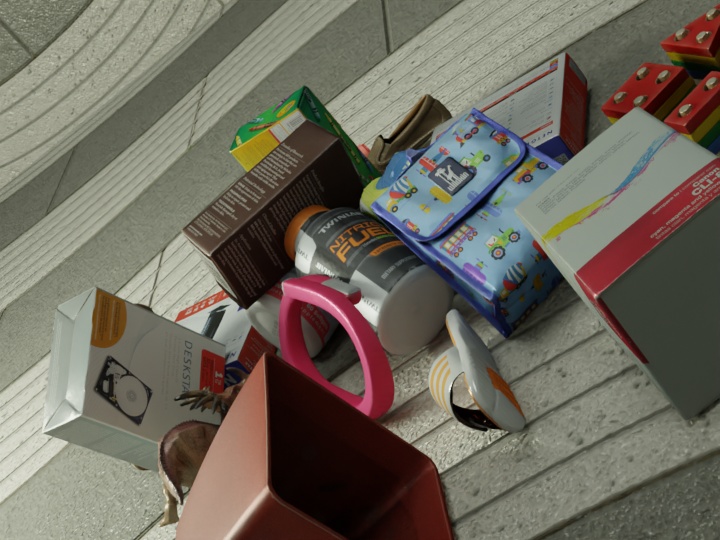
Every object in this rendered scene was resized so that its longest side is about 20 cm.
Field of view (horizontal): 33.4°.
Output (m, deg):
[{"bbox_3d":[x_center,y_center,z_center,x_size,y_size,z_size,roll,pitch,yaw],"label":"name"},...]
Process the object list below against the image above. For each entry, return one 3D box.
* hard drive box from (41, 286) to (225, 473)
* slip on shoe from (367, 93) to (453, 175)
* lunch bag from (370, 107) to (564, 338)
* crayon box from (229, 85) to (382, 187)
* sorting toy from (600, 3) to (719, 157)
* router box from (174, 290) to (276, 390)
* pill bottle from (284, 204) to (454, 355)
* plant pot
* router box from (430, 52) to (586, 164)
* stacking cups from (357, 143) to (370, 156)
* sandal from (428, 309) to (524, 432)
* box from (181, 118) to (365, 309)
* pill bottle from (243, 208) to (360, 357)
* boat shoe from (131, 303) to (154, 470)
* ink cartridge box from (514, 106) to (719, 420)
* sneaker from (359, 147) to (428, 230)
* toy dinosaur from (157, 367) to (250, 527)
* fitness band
[{"bbox_3d":[-0.253,0.132,1.370,0.076,0.199,0.158,-23,54,34],"label":"hard drive box"},{"bbox_3d":[0.037,-0.154,1.605,0.199,0.061,0.076,-37,19,11],"label":"slip on shoe"},{"bbox_3d":[0.119,-0.062,1.187,0.151,0.094,0.200,-45,61,-7],"label":"lunch bag"},{"bbox_3d":[-0.057,-0.122,1.533,0.118,0.200,0.059,-27,28,29],"label":"crayon box"},{"bbox_3d":[0.351,-0.188,1.181,0.199,0.070,0.200,-45,24,-5],"label":"sorting toy"},{"bbox_3d":[-0.184,0.097,1.556,0.199,0.049,0.180,-25,30,34],"label":"router box"},{"bbox_3d":[0.000,0.000,1.289,0.106,0.106,0.199,-46,47,-10],"label":"pill bottle"},{"bbox_3d":[-0.052,0.228,0.995,0.177,0.199,0.200,-48,22,18],"label":"plant pot"},{"bbox_3d":[0.165,-0.145,1.400,0.199,0.049,0.180,-27,29,31],"label":"router box"},{"bbox_3d":[-0.061,-0.101,1.674,0.200,0.061,0.060,-44,24,-2],"label":"stacking cups"},{"bbox_3d":[0.096,0.103,1.099,0.059,0.079,0.207,-40,16,9],"label":"sandal"},{"bbox_3d":[-0.094,-0.065,1.364,0.200,0.101,0.075,-41,45,-12],"label":"box"},{"bbox_3d":[-0.043,-0.002,1.431,0.108,0.109,0.201,-2,47,55],"label":"pill bottle"},{"bbox_3d":[-0.275,0.142,1.492,0.075,0.074,0.205,0,91,60],"label":"boat shoe"},{"bbox_3d":[0.242,-0.014,0.970,0.144,0.145,0.200,-40,25,5],"label":"ink cartridge box"},{"bbox_3d":[0.094,-0.079,1.298,0.198,0.076,0.106,21,82,29],"label":"sneaker"},{"bbox_3d":[-0.171,0.185,1.263,0.085,0.137,0.200,-9,4,23],"label":"toy dinosaur"},{"bbox_3d":[-0.031,0.081,1.240,0.037,0.145,0.199,-17,17,-29],"label":"fitness band"}]
